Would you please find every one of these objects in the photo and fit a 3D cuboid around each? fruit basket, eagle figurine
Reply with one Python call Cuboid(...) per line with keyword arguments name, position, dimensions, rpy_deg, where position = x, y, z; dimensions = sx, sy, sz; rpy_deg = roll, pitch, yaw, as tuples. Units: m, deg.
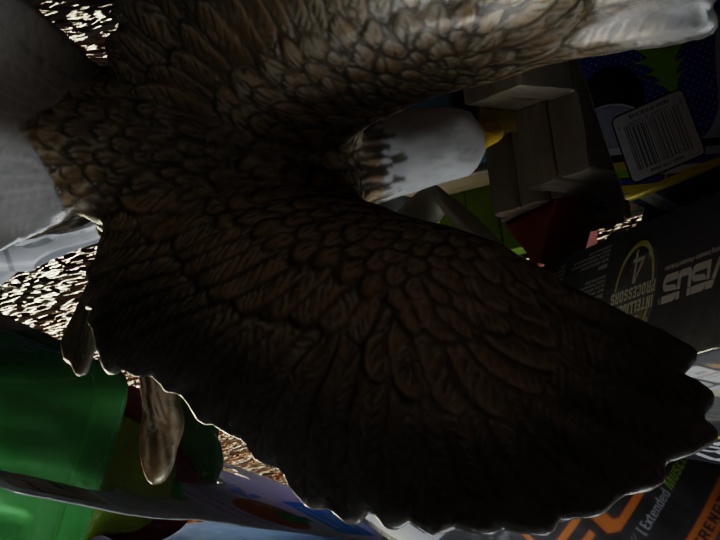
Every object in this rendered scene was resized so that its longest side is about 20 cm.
Cuboid(name="fruit basket", position=(-0.113, 0.061, 0.925), dimensions=(0.199, 0.094, 0.185), rpy_deg=(5, -169, -46))
Cuboid(name="eagle figurine", position=(-0.009, -0.027, 0.589), dimensions=(0.151, 0.152, 0.200), rpy_deg=(-45, -157, -25))

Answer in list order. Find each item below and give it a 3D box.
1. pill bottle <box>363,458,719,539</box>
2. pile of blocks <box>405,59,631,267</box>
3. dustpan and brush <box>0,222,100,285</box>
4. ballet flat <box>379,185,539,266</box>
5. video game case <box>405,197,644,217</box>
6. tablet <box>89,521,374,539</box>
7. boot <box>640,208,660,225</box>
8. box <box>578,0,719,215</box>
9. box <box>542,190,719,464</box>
Cuboid(name="pill bottle", position=(0.065, 0.068, 0.832), dimensions=(0.199, 0.107, 0.106), rpy_deg=(34, 160, -5))
Cuboid(name="pile of blocks", position=(0.045, -0.026, 0.748), dimensions=(0.082, 0.063, 0.200), rpy_deg=(-9, 170, 6))
Cuboid(name="dustpan and brush", position=(-0.133, -0.004, 0.761), dimensions=(0.199, 0.057, 0.140), rpy_deg=(-34, 174, -11))
Cuboid(name="ballet flat", position=(0.000, 0.000, 0.723), dimensions=(0.070, 0.071, 0.200), rpy_deg=(-6, -165, -25))
Cuboid(name="video game case", position=(0.053, -0.027, 0.944), dimensions=(0.199, 0.018, 0.143), rpy_deg=(-19, 167, 34))
Cuboid(name="tablet", position=(-0.022, 0.115, 0.940), dimensions=(0.199, 0.014, 0.130), rpy_deg=(-4, -172, -22))
Cuboid(name="boot", position=(0.178, -0.023, 0.853), dimensions=(0.199, 0.077, 0.168), rpy_deg=(-23, 169, -11))
Cuboid(name="box", position=(0.157, -0.078, 0.624), dimensions=(0.199, 0.065, 0.070), rpy_deg=(-22, 165, 21))
Cuboid(name="box", position=(0.138, 0.025, 0.678), dimensions=(0.160, 0.049, 0.200), rpy_deg=(13, 168, -15))
